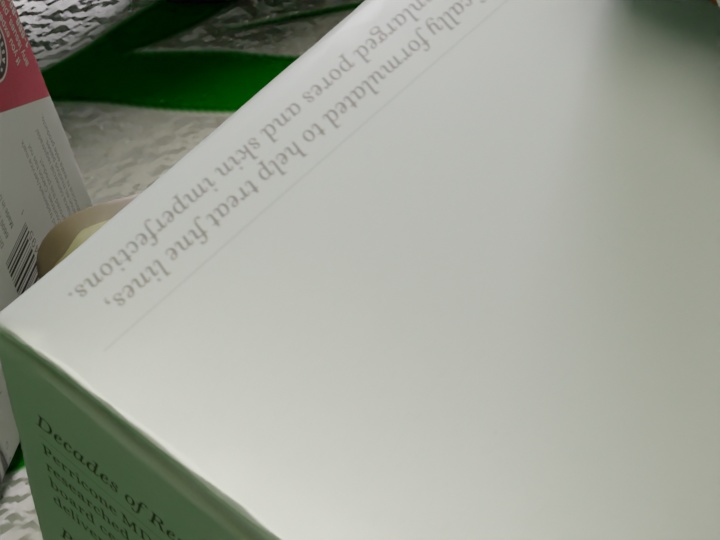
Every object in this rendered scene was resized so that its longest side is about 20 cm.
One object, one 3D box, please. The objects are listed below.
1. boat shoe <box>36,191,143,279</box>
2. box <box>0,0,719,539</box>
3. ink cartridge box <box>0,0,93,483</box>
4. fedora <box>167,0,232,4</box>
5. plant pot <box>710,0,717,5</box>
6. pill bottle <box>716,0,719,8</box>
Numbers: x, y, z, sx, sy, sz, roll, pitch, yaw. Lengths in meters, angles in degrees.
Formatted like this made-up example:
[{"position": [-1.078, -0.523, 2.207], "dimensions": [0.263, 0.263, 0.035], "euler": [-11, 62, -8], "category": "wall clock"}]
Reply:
[{"position": [0.000, 0.000, 0.763], "dimensions": [0.199, 0.072, 0.068], "euler": [-20, 55, -2], "category": "boat shoe"}, {"position": [0.050, 0.041, 0.609], "dimensions": [0.200, 0.131, 0.199], "euler": [35, 61, 24], "category": "box"}, {"position": [-0.162, 0.010, 0.742], "dimensions": [0.084, 0.146, 0.200], "euler": [-2, 42, 17], "category": "ink cartridge box"}, {"position": [-0.048, -0.171, 0.927], "dimensions": [0.200, 0.092, 0.201], "euler": [-26, 39, 23], "category": "fedora"}, {"position": [0.090, -0.131, 0.758], "dimensions": [0.199, 0.141, 0.200], "euler": [7, 10, -1], "category": "plant pot"}, {"position": [0.153, -0.084, 0.557], "dimensions": [0.200, 0.113, 0.113], "euler": [31, 58, 22], "category": "pill bottle"}]
